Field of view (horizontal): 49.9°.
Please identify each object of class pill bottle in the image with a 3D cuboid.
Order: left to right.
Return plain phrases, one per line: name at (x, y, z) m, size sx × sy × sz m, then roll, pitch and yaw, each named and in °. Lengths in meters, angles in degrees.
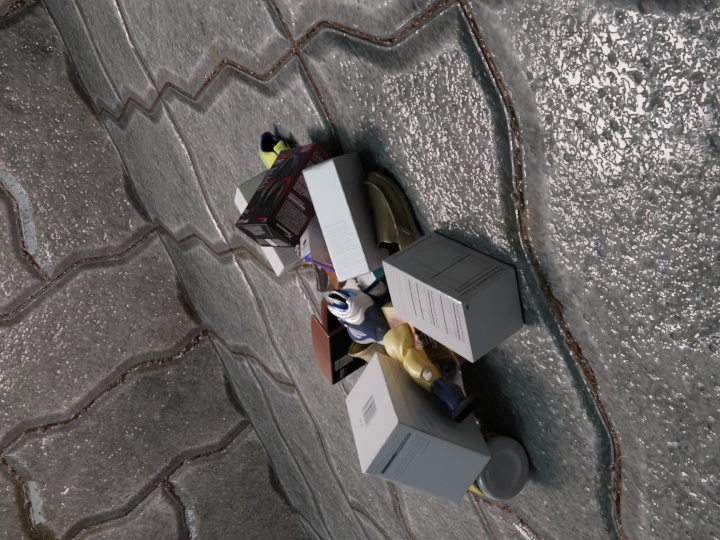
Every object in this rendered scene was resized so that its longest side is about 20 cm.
pill bottle at (0.214, 0.353, 1.443) m, size 0.113 × 0.110 × 0.199 m, roll 62°, pitch 157°, yaw -8°

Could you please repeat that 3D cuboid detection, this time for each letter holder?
letter holder at (-0.067, 0.141, 1.808) m, size 0.142 × 0.100 × 0.202 m, roll 48°, pitch 155°, yaw 31°

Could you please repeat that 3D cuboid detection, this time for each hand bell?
hand bell at (0.072, 0.219, 1.647) m, size 0.201 × 0.104 × 0.104 m, roll 53°, pitch 160°, yaw -15°

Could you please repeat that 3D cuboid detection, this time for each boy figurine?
boy figurine at (0.120, 0.175, 1.348) m, size 0.200 × 0.064 × 0.124 m, roll 47°, pitch -175°, yaw 27°

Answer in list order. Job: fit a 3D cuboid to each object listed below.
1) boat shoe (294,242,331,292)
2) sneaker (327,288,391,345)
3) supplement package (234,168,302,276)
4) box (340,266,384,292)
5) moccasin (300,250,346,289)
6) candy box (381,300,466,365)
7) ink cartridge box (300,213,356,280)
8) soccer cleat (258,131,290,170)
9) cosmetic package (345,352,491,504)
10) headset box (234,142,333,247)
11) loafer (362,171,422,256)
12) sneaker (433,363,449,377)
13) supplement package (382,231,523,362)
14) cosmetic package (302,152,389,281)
boat shoe at (-0.104, -0.053, 1.613) m, size 0.074 × 0.072 × 0.204 m, roll -163°, pitch 64°, yaw -79°
sneaker at (-0.014, 0.080, 1.557) m, size 0.146 × 0.081 × 0.199 m, roll 40°, pitch 168°, yaw -19°
supplement package at (-0.178, -0.110, 1.700) m, size 0.202 × 0.116 × 0.117 m, roll 59°, pitch 165°, yaw 2°
box at (0.000, 0.000, 1.550) m, size 0.083 × 0.049 × 0.200 m, roll 58°, pitch 158°, yaw 6°
moccasin at (-0.094, -0.050, 1.529) m, size 0.204 × 0.077 × 0.074 m, roll 59°, pitch 159°, yaw -2°
candy box at (0.123, 0.104, 1.404) m, size 0.117 × 0.055 × 0.199 m, roll 62°, pitch 157°, yaw -10°
ink cartridge box at (-0.064, -0.055, 1.443) m, size 0.039 × 0.098 × 0.202 m, roll -50°, pitch 29°, yaw 31°
soccer cleat at (-0.151, -0.219, 1.588) m, size 0.200 × 0.064 × 0.085 m, roll 42°, pitch 150°, yaw 39°
cosmetic package at (0.098, 0.276, 1.370) m, size 0.197 × 0.124 × 0.200 m, roll 25°, pitch -159°, yaw -22°
headset box at (-0.130, -0.146, 1.441) m, size 0.075 × 0.202 × 0.148 m, roll 38°, pitch 163°, yaw -27°
loafer at (0.055, -0.073, 1.317) m, size 0.202 × 0.067 × 0.076 m, roll 60°, pitch 158°, yaw 0°
sneaker at (0.118, 0.234, 1.539) m, size 0.074 × 0.088 × 0.202 m, roll 44°, pitch 155°, yaw 29°
supplement package at (0.141, 0.036, 1.205) m, size 0.199 × 0.113 × 0.111 m, roll 30°, pitch 143°, yaw 51°
cosmetic package at (-0.021, -0.095, 1.349) m, size 0.070 × 0.101 × 0.204 m, roll -15°, pitch 96°, yaw 28°
